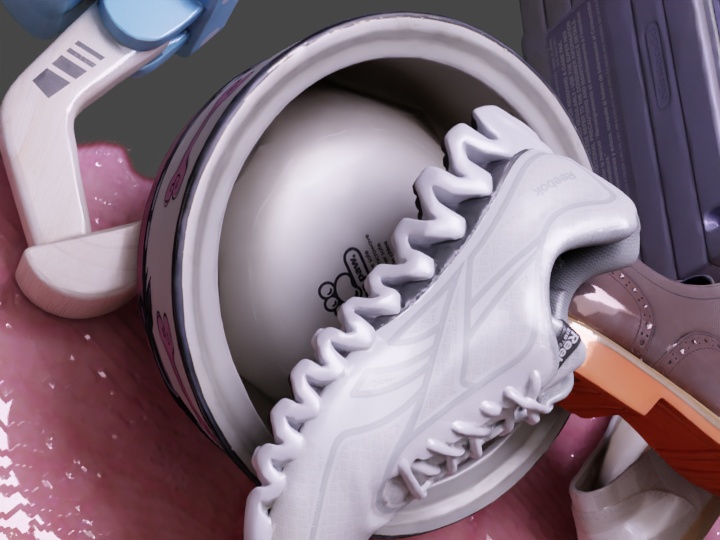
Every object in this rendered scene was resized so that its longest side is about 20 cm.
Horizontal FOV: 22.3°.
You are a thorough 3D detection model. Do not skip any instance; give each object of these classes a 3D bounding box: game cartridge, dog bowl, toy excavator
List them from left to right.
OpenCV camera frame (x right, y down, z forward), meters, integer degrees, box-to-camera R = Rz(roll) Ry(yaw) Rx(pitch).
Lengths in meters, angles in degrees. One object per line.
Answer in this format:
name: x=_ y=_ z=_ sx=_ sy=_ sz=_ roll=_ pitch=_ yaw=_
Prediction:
toy excavator: x=-0.108 y=-0.106 z=0.756 sx=0.200 sy=0.100 sz=0.195 roll=-42 pitch=90 yaw=-21
dog bowl: x=0.000 y=0.000 z=0.723 sx=0.200 sy=0.074 sz=0.201 roll=-3 pitch=95 yaw=-33
game cartridge: x=0.126 y=-0.074 z=0.826 sx=0.038 sy=0.130 sz=0.201 roll=6 pitch=65 yaw=-24

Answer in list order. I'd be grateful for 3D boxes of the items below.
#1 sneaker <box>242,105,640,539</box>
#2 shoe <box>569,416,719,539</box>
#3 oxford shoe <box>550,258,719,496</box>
sneaker: x=0.028 y=0.038 z=0.640 sx=0.081 sy=0.075 sz=0.200 roll=28 pitch=75 yaw=16
shoe: x=0.156 y=0.058 z=0.811 sx=0.200 sy=0.070 sz=0.053 roll=-46 pitch=113 yaw=-33
oxford shoe: x=0.144 y=0.044 z=0.727 sx=0.200 sy=0.071 sz=0.073 roll=31 pitch=74 yaw=-24
